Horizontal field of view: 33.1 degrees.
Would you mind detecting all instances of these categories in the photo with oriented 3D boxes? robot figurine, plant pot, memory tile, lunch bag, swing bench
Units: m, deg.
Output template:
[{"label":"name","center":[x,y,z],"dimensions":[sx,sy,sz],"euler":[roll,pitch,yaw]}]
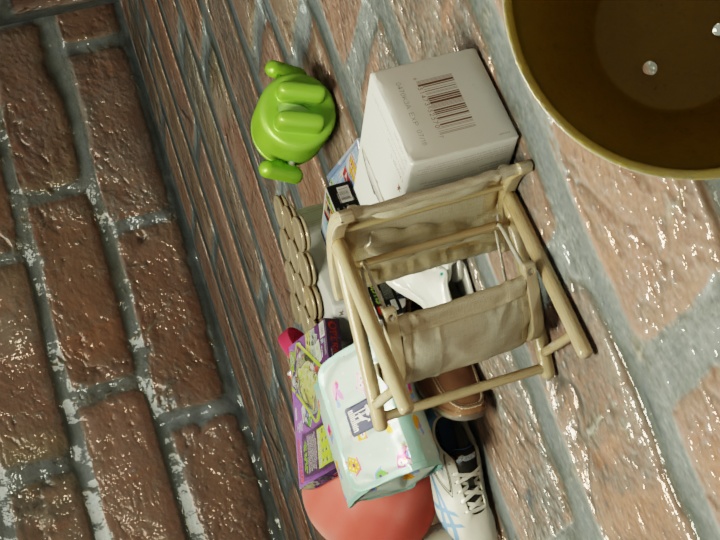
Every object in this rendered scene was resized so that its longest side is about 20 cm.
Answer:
[{"label":"robot figurine","center":[-0.101,-0.220,1.791],"dimensions":[0.200,0.114,0.178],"euler":[149,122,-77]},{"label":"plant pot","center":[0.184,-0.149,0.688],"dimensions":[0.142,0.197,0.203],"euler":[-3,-103,-79]},{"label":"memory tile","center":[-0.084,0.002,1.712],"dimensions":[0.153,0.017,0.203],"euler":[-134,34,-64]},{"label":"plant pot","center":[0.032,0.261,1.653],"dimensions":[0.178,0.198,0.202],"euler":[109,145,-47]},{"label":"lunch bag","center":[0.020,0.180,1.456],"dimensions":[0.200,0.120,0.173],"euler":[118,137,-69]},{"label":"swing bench","center":[0.085,0.023,1.154],"dimensions":[0.130,0.196,0.203],"euler":[126,128,-72]}]

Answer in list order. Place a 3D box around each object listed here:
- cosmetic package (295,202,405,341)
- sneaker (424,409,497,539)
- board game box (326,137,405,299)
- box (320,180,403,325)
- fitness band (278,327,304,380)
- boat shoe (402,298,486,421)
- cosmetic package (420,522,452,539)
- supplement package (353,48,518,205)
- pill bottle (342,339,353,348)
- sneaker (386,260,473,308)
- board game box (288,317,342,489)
[{"label":"cosmetic package","center":[-0.020,-0.005,1.709],"dimensions":[0.082,0.111,0.201],"euler":[91,161,-48]},{"label":"sneaker","center":[0.124,0.257,1.506],"dimensions":[0.072,0.071,0.203],"euler":[-27,81,68]},{"label":"board game box","center":[0.024,-0.084,1.560],"dimensions":[0.200,0.061,0.202],"euler":[109,144,-67]},{"label":"box","center":[0.000,0.000,1.542],"dimensions":[0.111,0.034,0.202],"euler":[100,152,-59]},{"label":"fitness band","center":[-0.056,0.173,1.866],"dimensions":[0.200,0.037,0.144],"euler":[49,-171,-2]},{"label":"boat shoe","center":[0.094,0.099,1.455],"dimensions":[0.201,0.075,0.073],"euler":[-123,25,-46]},{"label":"cosmetic package","center":[0.115,0.473,1.715],"dimensions":[0.103,0.086,0.203],"euler":[-131,30,-62]},{"label":"supplement package","center":[0.071,-0.109,1.242],"dimensions":[0.201,0.116,0.118],"euler":[99,151,-59]},{"label":"pill bottle","center":[-0.019,0.090,1.799],"dimensions":[0.111,0.109,0.202],"euler":[106,146,-64]},{"label":"sneaker","center":[0.087,0.004,1.409],"dimensions":[0.201,0.074,0.089],"euler":[53,145,29]},{"label":"board game box","center":[-0.055,0.179,1.619],"dimensions":[0.120,0.032,0.203],"euler":[-35,54,51]}]
